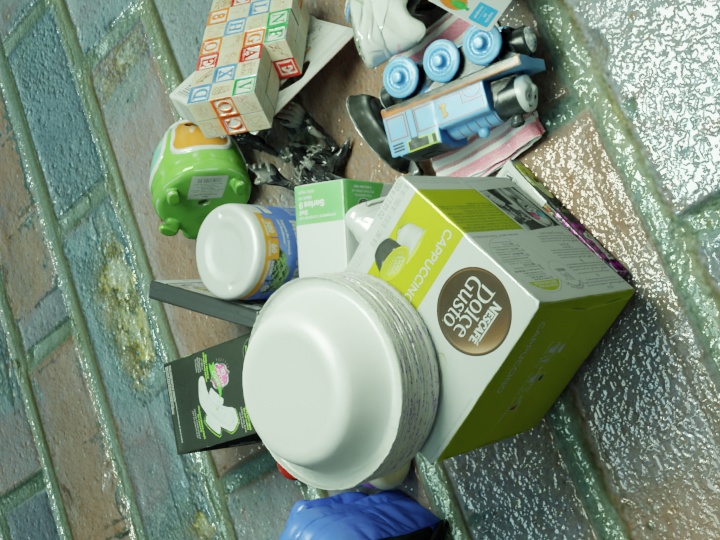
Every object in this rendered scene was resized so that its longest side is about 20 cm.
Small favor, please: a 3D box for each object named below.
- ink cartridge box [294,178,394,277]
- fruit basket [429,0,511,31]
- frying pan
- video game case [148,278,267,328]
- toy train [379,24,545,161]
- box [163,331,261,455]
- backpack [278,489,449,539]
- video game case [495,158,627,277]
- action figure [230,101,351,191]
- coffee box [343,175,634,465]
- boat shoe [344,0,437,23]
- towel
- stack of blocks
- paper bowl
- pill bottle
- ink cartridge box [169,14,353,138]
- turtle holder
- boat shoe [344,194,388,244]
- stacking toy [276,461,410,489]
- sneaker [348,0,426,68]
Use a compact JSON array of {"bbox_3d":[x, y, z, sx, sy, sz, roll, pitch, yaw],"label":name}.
[{"bbox_3d":[0.000,0.000,1.190,0.083,0.145,0.203,-5,87,38],"label":"ink cartridge box"},{"bbox_3d":[0.083,-0.347,1.064,0.198,0.186,0.094,26,138,11],"label":"fruit basket"},{"bbox_3d":[0.044,-0.134,1.177,0.031,0.115,0.191,-38,67,23],"label":"frying pan"},{"bbox_3d":[-0.138,0.038,1.280,0.198,0.180,0.026,12,98,38],"label":"video game case"},{"bbox_3d":[0.111,-0.197,1.112,0.198,0.086,0.116,-16,87,33],"label":"toy train"},{"bbox_3d":[-0.130,0.154,1.295,0.199,0.148,0.126,-20,76,38],"label":"box"},{"bbox_3d":[-0.024,0.350,1.176,0.167,0.199,0.165,19,103,37],"label":"backpack"},{"bbox_3d":[0.170,0.011,1.121,0.182,0.036,0.201,50,119,28],"label":"video game case"},{"bbox_3d":[-0.093,-0.155,1.298,0.200,0.102,0.120,39,102,34],"label":"action figure"},{"bbox_3d":[0.113,0.042,1.017,0.198,0.199,0.201,45,119,28],"label":"coffee box"},{"bbox_3d":[0.062,-0.343,1.188,0.199,0.072,0.073,-38,69,33],"label":"boat shoe"},{"bbox_3d":[0.119,-0.205,1.169,0.146,0.030,0.202,-32,70,34],"label":"towel"},{"bbox_3d":[-0.132,-0.259,1.221,0.114,0.059,0.202,-8,50,16],"label":"stack of blocks"},{"bbox_3d":[-0.033,0.105,0.948,0.199,0.104,0.204,5,97,41],"label":"paper bowl"},{"bbox_3d":[-0.095,-0.021,1.233,0.111,0.199,0.114,0,90,39],"label":"pill bottle"},{"bbox_3d":[-0.118,-0.248,1.277,0.175,0.045,0.200,28,67,37],"label":"ink cartridge box"},{"bbox_3d":[-0.220,-0.124,1.394,0.139,0.186,0.133,-19,63,3],"label":"turtle holder"},{"bbox_3d":[0.057,-0.065,1.106,0.065,0.199,0.074,41,118,20],"label":"boat shoe"},{"bbox_3d":[-0.033,0.237,1.266,0.199,0.085,0.087,-16,80,43],"label":"stacking toy"},{"bbox_3d":[0.026,-0.330,1.146,0.098,0.078,0.202,-15,77,0],"label":"sneaker"}]
